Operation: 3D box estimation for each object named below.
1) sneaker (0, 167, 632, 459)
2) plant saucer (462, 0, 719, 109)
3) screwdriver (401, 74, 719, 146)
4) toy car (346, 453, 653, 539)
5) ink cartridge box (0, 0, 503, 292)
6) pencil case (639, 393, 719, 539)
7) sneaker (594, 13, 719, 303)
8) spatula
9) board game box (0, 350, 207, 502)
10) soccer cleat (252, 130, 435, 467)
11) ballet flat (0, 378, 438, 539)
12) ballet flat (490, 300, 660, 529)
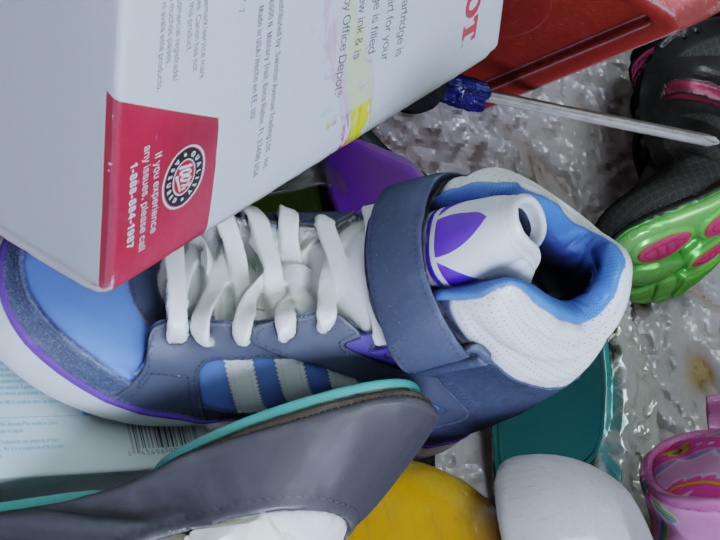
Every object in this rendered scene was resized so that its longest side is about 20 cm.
[{"bbox_3d":[-0.010,-0.002,0.940,0.200,0.146,0.081,15,57,-27],"label":"sneaker"},{"bbox_3d":[0.025,-0.128,1.100,0.200,0.200,0.037,31,69,-20],"label":"plant saucer"},{"bbox_3d":[0.063,-0.063,1.125,0.200,0.028,0.029,13,37,-27],"label":"screwdriver"},{"bbox_3d":[0.034,0.168,0.980,0.150,0.175,0.200,41,33,-65],"label":"toy car"},{"bbox_3d":[-0.061,-0.120,0.930,0.145,0.145,0.200,30,43,28],"label":"ink cartridge box"},{"bbox_3d":[0.149,0.149,1.046,0.087,0.087,0.200,-27,116,-43],"label":"pencil case"},{"bbox_3d":[0.141,-0.057,1.234,0.084,0.077,0.200,34,44,6],"label":"sneaker"},{"bbox_3d":[-0.049,-0.033,1.016,0.200,0.021,0.057,6,50,-33],"label":"spatula"},{"bbox_3d":[-0.147,-0.013,0.987,0.147,0.064,0.200,1,67,-38],"label":"board game box"},{"bbox_3d":[0.000,0.000,1.090,0.081,0.068,0.200,-2,64,-38],"label":"soccer cleat"},{"bbox_3d":[-0.065,0.094,0.928,0.200,0.073,0.073,-16,71,3],"label":"ballet flat"},{"bbox_3d":[0.089,0.095,1.110,0.072,0.072,0.200,15,64,-30],"label":"ballet flat"}]
